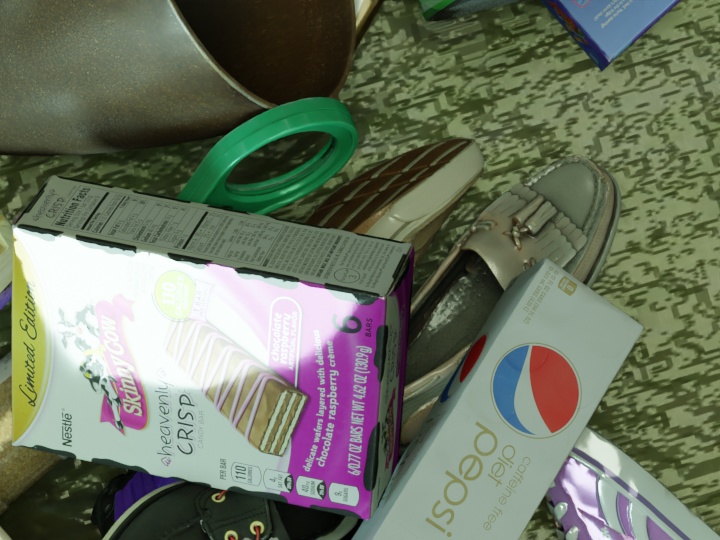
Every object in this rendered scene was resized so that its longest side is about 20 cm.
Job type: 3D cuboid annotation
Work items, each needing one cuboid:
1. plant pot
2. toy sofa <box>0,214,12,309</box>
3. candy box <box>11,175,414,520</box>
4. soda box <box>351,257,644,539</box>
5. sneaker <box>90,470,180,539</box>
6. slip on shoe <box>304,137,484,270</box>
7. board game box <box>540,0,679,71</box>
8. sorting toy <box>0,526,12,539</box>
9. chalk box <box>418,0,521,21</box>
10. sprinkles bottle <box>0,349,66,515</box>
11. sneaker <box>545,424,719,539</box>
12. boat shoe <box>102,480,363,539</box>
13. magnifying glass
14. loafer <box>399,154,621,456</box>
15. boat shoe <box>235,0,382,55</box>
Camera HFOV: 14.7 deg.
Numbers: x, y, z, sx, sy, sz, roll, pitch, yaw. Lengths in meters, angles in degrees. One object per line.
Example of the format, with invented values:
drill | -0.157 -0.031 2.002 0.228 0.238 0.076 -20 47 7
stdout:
plant pot | -0.136 -0.140 1.499 0.199 0.187 0.188 -21 87 31
toy sofa | -0.254 0.057 1.494 0.200 0.083 0.098 -48 133 -20
candy box | -0.078 0.039 1.435 0.198 0.061 0.137 11 121 12
soda box | 0.066 0.095 1.467 0.068 0.064 0.201 35 70 -6
sneaker | -0.101 0.116 1.543 0.070 0.099 0.201 42 58 -38
slip on shoe | 0.000 0.000 1.533 0.200 0.076 0.061 -43 116 -33
board game box | 0.168 -0.230 1.579 0.200 0.045 0.135 -41 89 -3
sorting toy | -0.228 0.223 1.434 0.185 0.036 0.200 -42 81 -3
chalk box | 0.104 -0.221 1.442 0.124 0.200 0.125 -15 86 -23
sprinkles bottle | -0.147 0.048 1.547 0.200 0.068 0.068 -41 88 -2
sneaker | 0.128 0.159 1.547 0.200 0.073 0.114 42 90 1
boat shoe | -0.062 0.140 1.464 0.201 0.063 0.074 -25 104 -40
magnifying glass | -0.084 -0.029 1.468 0.200 0.079 0.022 -37 65 24
loafer | 0.069 0.015 1.546 0.072 0.063 0.200 39 88 31
boat shoe | -0.005 -0.189 1.561 0.069 0.071 0.201 30 88 1
